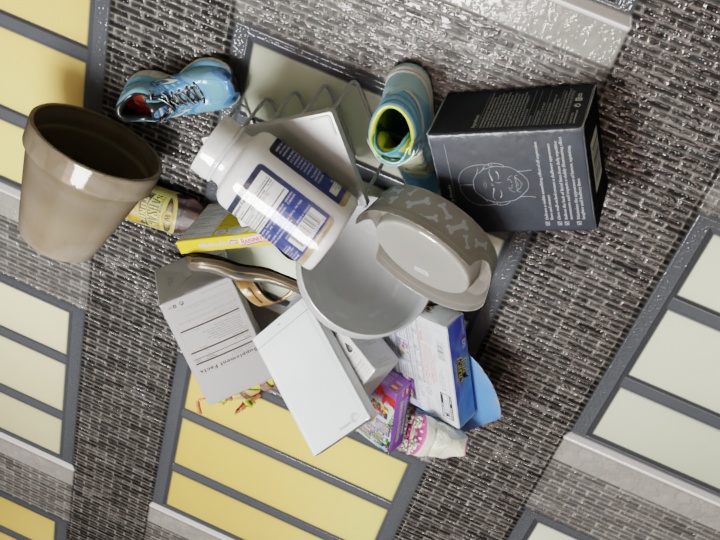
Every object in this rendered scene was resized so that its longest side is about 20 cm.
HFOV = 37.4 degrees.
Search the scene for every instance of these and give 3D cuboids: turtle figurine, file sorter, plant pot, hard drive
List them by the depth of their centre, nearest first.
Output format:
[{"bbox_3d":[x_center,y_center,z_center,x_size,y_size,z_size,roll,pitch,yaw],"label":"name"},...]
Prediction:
[{"bbox_3d":[-0.082,-0.163,1.435,0.197,0.125,0.140,-7,123,27],"label":"file sorter"},{"bbox_3d":[-0.411,-0.115,1.535,0.198,0.200,0.175,30,112,-2],"label":"plant pot"},{"bbox_3d":[-0.070,0.156,1.572,0.132,0.027,0.202,-38,76,34],"label":"hard drive"},{"bbox_3d":[-0.182,0.194,1.779,0.159,0.200,0.065,-16,75,13],"label":"turtle figurine"}]

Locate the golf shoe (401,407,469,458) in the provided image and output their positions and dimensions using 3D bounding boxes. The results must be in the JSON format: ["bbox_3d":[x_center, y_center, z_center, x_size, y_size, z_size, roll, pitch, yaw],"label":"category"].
[{"bbox_3d":[0.116,0.263,1.668,0.090,0.200,0.076,14,89,-4],"label":"golf shoe"}]

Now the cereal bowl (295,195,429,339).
[{"bbox_3d":[0.000,0.000,1.492,0.199,0.201,0.083,37,161,-8],"label":"cereal bowl"}]

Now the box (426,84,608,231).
[{"bbox_3d":[0.201,-0.139,1.344,0.197,0.108,0.150,0,127,22],"label":"box"}]

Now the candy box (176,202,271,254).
[{"bbox_3d":[-0.158,-0.068,1.503,0.197,0.102,0.027,-5,121,30],"label":"candy box"}]

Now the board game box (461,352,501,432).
[{"bbox_3d":[0.149,0.166,1.641,0.159,0.039,0.200,52,150,0],"label":"board game box"}]

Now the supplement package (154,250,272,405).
[{"bbox_3d":[-0.228,0.083,1.671,0.118,0.122,0.202,-22,121,-3],"label":"supplement package"}]

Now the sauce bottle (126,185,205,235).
[{"bbox_3d":[-0.288,-0.091,1.624,0.197,0.066,0.067,15,131,11],"label":"sauce bottle"}]

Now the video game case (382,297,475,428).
[{"bbox_3d":[0.083,0.118,1.594,0.180,0.045,0.202,24,138,37],"label":"video game case"}]

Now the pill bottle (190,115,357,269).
[{"bbox_3d":[-0.111,-0.102,1.339,0.199,0.112,0.111,37,132,-6],"label":"pill bottle"}]

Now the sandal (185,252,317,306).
[{"bbox_3d":[-0.156,0.020,1.520,0.197,0.082,0.055,13,93,-9],"label":"sandal"}]

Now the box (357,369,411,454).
[{"bbox_3d":[-0.011,0.183,1.687,0.199,0.039,0.138,33,137,28],"label":"box"}]

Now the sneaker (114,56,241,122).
[{"bbox_3d":[-0.255,-0.235,1.477,0.197,0.090,0.079,-6,124,26],"label":"sneaker"}]

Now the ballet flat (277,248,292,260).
[{"bbox_3d":[-0.140,-0.102,1.569,0.067,0.046,0.201,-29,106,41],"label":"ballet flat"}]

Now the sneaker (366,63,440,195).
[{"bbox_3d":[0.058,-0.151,1.381,0.078,0.131,0.202,-2,126,23],"label":"sneaker"}]

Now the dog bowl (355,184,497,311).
[{"bbox_3d":[0.090,-0.032,1.376,0.199,0.059,0.201,32,160,13],"label":"dog bowl"}]

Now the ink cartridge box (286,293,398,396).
[{"bbox_3d":[-0.049,0.103,1.606,0.201,0.067,0.116,50,124,19],"label":"ink cartridge box"}]
